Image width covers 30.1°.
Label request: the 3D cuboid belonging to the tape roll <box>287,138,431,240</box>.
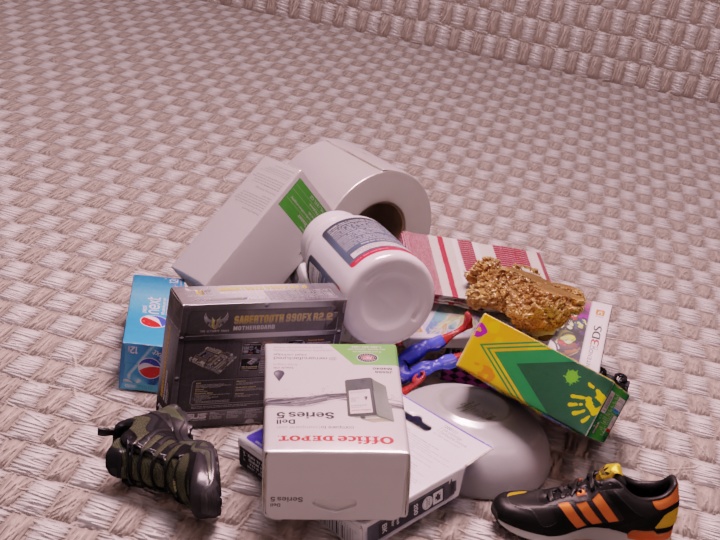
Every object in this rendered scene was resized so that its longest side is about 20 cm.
[{"bbox_3d":[-0.017,-0.072,1.918,0.203,0.203,0.139,-8,27,-38],"label":"tape roll"}]

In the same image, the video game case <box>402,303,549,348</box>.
[{"bbox_3d":[0.126,0.034,1.740,0.200,0.022,0.182,1,39,-21],"label":"video game case"}]

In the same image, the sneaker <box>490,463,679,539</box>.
[{"bbox_3d":[0.240,0.239,1.414,0.200,0.090,0.070,8,22,-6],"label":"sneaker"}]

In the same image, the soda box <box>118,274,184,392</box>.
[{"bbox_3d":[-0.254,0.074,1.641,0.068,0.064,0.200,6,22,-8],"label":"soda box"}]

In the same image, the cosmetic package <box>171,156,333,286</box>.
[{"bbox_3d":[-0.139,-0.038,1.759,0.085,0.200,0.108,24,-19,44],"label":"cosmetic package"}]

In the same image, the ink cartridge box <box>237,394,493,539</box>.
[{"bbox_3d":[0.006,0.201,1.439,0.200,0.043,0.198,-23,37,-37],"label":"ink cartridge box"}]

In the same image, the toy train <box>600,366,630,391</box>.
[{"bbox_3d":[0.255,0.131,1.763,0.200,0.034,0.046,17,36,16],"label":"toy train"}]

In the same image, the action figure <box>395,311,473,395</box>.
[{"bbox_3d":[0.055,0.116,1.611,0.200,0.052,0.065,-28,66,-8],"label":"action figure"}]

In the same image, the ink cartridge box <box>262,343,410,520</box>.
[{"bbox_3d":[-0.028,0.161,1.376,0.145,0.084,0.200,1,29,-4],"label":"ink cartridge box"}]

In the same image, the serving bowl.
[{"bbox_3d":[0.126,0.182,1.538,0.200,0.066,0.200,9,23,-4],"label":"serving bowl"}]

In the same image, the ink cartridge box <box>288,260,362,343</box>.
[{"bbox_3d":[0.013,0.048,1.765,0.200,0.047,0.160,12,21,-17],"label":"ink cartridge box"}]

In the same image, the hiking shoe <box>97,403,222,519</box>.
[{"bbox_3d":[-0.205,0.203,1.358,0.101,0.076,0.200,-10,19,-22],"label":"hiking shoe"}]

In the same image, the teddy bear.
[{"bbox_3d":[0.199,0.035,1.638,0.145,0.067,0.200,7,14,-35],"label":"teddy bear"}]

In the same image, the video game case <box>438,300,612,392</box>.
[{"bbox_3d":[0.219,0.093,1.750,0.200,0.036,0.181,12,42,10],"label":"video game case"}]

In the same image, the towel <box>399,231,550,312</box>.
[{"bbox_3d":[0.154,0.007,1.751,0.200,0.023,0.144,8,35,-13],"label":"towel"}]

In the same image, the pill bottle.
[{"bbox_3d":[0.000,0.000,1.636,0.119,0.120,0.200,0,22,-22],"label":"pill bottle"}]

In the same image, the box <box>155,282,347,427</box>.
[{"bbox_3d":[-0.124,0.096,1.519,0.200,0.159,0.048,-2,25,-25],"label":"box"}]

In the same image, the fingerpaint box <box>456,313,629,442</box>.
[{"bbox_3d":[0.217,0.130,1.562,0.167,0.073,0.200,29,0,18],"label":"fingerpaint box"}]
